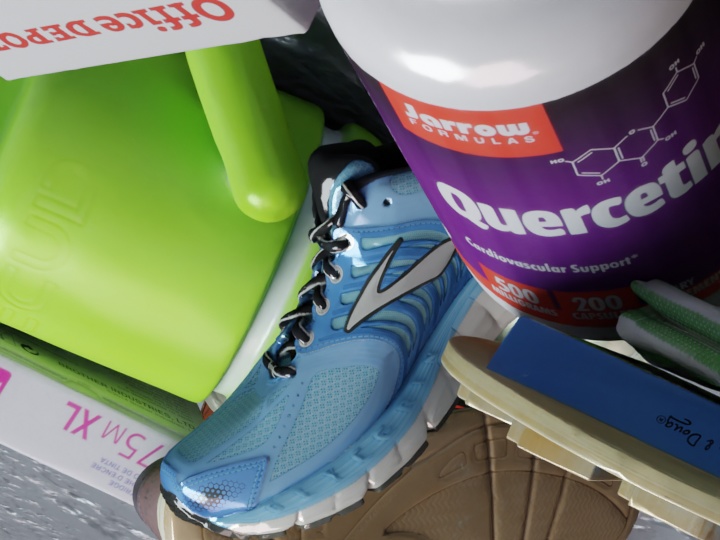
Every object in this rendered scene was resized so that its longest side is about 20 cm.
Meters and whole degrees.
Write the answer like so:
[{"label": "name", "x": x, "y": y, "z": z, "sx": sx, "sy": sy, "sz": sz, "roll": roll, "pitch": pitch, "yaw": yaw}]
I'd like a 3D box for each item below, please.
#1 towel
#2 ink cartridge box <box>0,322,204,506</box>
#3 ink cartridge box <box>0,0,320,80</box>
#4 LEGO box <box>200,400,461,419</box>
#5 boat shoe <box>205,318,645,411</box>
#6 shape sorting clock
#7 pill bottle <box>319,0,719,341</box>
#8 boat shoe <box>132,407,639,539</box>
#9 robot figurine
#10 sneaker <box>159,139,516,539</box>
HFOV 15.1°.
[{"label": "towel", "x": 0.182, "y": 0.062, "z": 0.754, "sx": 0.200, "sy": 0.023, "sz": 0.153, "roll": 25, "pitch": -178, "yaw": -26}, {"label": "ink cartridge box", "x": -0.131, "y": 0.016, "z": 1.066, "sx": 0.119, "sy": 0.042, "sz": 0.200, "roll": 28, "pitch": -164, "yaw": -25}, {"label": "ink cartridge box", "x": -0.112, "y": -0.145, "z": 0.764, "sx": 0.146, "sy": 0.086, "sz": 0.200, "roll": -5, "pitch": 146, "yaw": 46}, {"label": "LEGO box", "x": 0.016, "y": 0.091, "z": 1.210, "sx": 0.149, "sy": 0.077, "sz": 0.200, "roll": 16, "pitch": 158, "yaw": 10}, {"label": "boat shoe", "x": 0.032, "y": 0.019, "z": 1.056, "sx": 0.201, "sy": 0.072, "sz": 0.061, "roll": -8, "pitch": -170, "yaw": 29}, {"label": "shape sorting clock", "x": 0.115, "y": 0.064, "z": 0.772, "sx": 0.200, "sy": 0.039, "sz": 0.200, "roll": 24, "pitch": -178, "yaw": -1}, {"label": "pill bottle", "x": 0.055, "y": -0.069, "z": 0.761, "sx": 0.112, "sy": 0.113, "sz": 0.200, "roll": 9, "pitch": 156, "yaw": 24}, {"label": "boat shoe", "x": 0.011, "y": 0.080, "z": 1.005, "sx": 0.200, "sy": 0.072, "sz": 0.065, "roll": -3, "pitch": -166, "yaw": -28}, {"label": "robot figurine", "x": -0.068, "y": -0.019, "z": 0.975, "sx": 0.200, "sy": 0.116, "sz": 0.175, "roll": 23, "pitch": 153, "yaw": -7}, {"label": "sneaker", "x": 0.000, "y": 0.000, "z": 0.894, "sx": 0.090, "sy": 0.200, "sz": 0.078, "roll": 46, "pitch": 171, "yaw": -25}]
